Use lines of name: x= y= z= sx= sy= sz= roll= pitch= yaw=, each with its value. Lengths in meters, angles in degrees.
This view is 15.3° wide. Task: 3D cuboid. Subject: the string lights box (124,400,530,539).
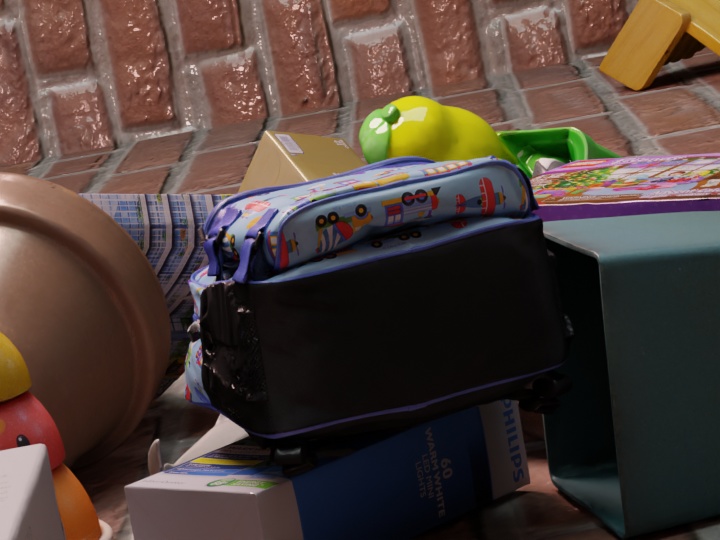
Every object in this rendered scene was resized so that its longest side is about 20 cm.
string lights box: x=-0.014 y=0.113 z=1.406 sx=0.102 sy=0.059 sz=0.199 roll=-1 pitch=13 yaw=44

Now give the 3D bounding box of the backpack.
backpack: x=-0.006 y=0.017 z=1.384 sx=0.181 sy=0.136 sz=0.200 roll=-13 pitch=7 yaw=-19

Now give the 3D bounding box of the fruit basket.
fruit basket: x=0.079 y=-0.042 z=1.917 sx=0.214 sy=0.157 sz=0.216 roll=0 pitch=-1 yaw=0

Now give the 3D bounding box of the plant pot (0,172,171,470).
plant pot: x=-0.230 y=0.065 z=1.610 sx=0.199 sy=0.201 sz=0.175 roll=-7 pitch=26 yaw=18

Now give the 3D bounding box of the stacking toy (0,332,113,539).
stacking toy: x=-0.218 y=0.076 z=1.415 sx=0.145 sy=0.201 sz=0.146 roll=-11 pitch=9 yaw=2

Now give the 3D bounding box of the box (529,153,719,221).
box: x=0.173 y=-0.037 z=1.549 sx=0.199 sy=0.039 sz=0.137 roll=-1 pitch=12 yaw=38

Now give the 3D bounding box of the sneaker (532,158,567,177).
sneaker: x=0.163 y=-0.018 z=1.741 sx=0.084 sy=0.075 sz=0.200 roll=2 pitch=-20 yaw=22

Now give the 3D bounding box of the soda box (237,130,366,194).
soda box: x=0.000 y=0.000 z=1.600 sx=0.064 sy=0.068 sz=0.200 roll=5 pitch=33 yaw=-38

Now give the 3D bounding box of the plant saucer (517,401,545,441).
plant saucer: x=0.168 y=0.066 z=1.554 sx=0.199 sy=0.037 sz=0.200 roll=-11 pitch=9 yaw=2

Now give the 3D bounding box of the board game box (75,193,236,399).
board game box: x=-0.187 y=0.021 z=1.751 sx=0.199 sy=0.062 sz=0.200 roll=-2 pitch=-26 yaw=-31

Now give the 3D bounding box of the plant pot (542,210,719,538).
plant pot: x=0.203 y=0.038 z=1.379 sx=0.199 sy=0.142 sz=0.141 roll=-9 pitch=9 yaw=-11

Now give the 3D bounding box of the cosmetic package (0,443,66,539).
cosmetic package: x=-0.175 y=0.153 z=1.224 sx=0.073 sy=0.102 sz=0.200 roll=-9 pitch=8 yaw=-2

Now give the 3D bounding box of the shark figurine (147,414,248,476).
shark figurine: x=-0.072 y=0.092 z=1.520 sx=0.128 sy=0.090 sz=0.214 roll=-4 pitch=10 yaw=41

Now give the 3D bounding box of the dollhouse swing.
dollhouse swing: x=0.429 y=-0.248 z=3.130 sx=0.199 sy=0.176 sz=0.182 roll=-18 pitch=-29 yaw=-38
